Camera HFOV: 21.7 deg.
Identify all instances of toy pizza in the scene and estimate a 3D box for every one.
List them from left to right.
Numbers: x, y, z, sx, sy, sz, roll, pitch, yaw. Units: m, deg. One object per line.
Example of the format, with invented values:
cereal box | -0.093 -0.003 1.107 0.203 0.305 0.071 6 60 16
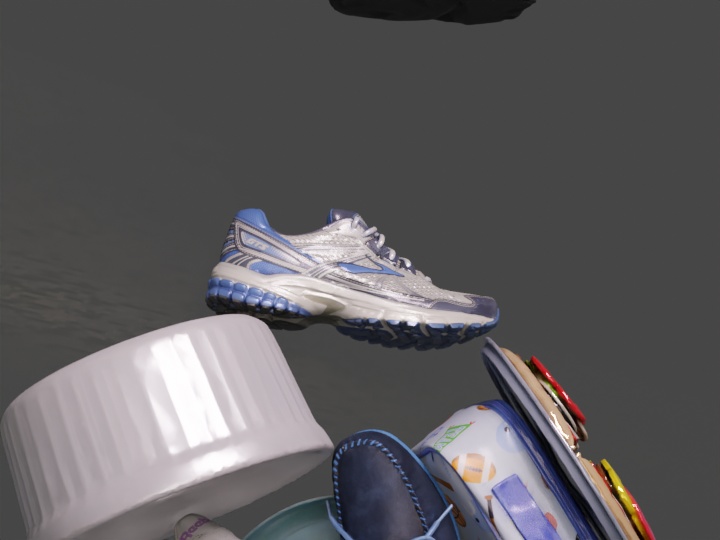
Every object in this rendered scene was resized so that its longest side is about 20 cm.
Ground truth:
toy pizza | 0.141 0.123 1.207 0.032 0.200 0.201 -33 89 -2

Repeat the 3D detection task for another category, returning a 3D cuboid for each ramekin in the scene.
ramekin | -0.125 0.105 1.167 0.199 0.201 0.098 -19 78 -13

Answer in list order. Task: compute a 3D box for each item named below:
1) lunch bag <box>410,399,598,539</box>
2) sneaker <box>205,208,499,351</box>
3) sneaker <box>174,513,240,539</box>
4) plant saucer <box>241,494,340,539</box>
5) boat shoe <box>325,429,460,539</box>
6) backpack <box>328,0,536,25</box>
lunch bag | 0.111 0.181 1.213 0.075 0.160 0.201 -33 88 -13
sneaker | 0.000 0.000 1.265 0.199 0.077 0.086 10 76 -9
sneaker | -0.108 0.241 1.187 0.099 0.075 0.201 38 119 28
plant saucer | -0.004 0.244 1.224 0.199 0.027 0.202 0 91 8
boat shoe | 0.032 0.196 1.163 0.084 0.069 0.201 -25 87 22
backpack | 0.041 -0.274 1.287 0.166 0.126 0.201 2 80 -22
